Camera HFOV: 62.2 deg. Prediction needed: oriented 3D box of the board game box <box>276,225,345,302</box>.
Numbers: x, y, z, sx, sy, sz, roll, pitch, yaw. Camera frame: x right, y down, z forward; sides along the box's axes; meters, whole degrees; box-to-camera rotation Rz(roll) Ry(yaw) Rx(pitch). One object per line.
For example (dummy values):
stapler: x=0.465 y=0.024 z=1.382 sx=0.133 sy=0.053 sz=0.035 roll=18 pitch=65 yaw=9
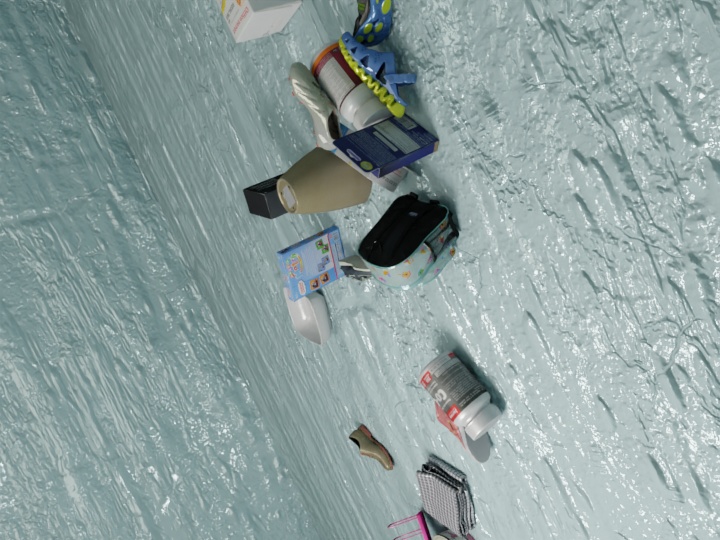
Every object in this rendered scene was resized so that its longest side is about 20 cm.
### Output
board game box: x=-0.135 y=-0.021 z=1.726 sx=0.036 sy=0.199 sz=0.153 roll=21 pitch=131 yaw=50

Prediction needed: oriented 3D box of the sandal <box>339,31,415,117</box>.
sandal: x=0.039 y=-0.412 z=1.216 sx=0.200 sy=0.087 sz=0.080 roll=45 pitch=-165 yaw=-8

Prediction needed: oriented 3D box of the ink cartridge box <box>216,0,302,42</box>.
ink cartridge box: x=-0.264 y=-0.689 z=1.442 sx=0.147 sy=0.144 sz=0.202 roll=-19 pitch=98 yaw=60

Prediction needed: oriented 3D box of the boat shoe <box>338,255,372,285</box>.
boat shoe: x=0.000 y=0.000 z=1.653 sx=0.199 sy=0.074 sz=0.063 roll=6 pitch=117 yaw=58

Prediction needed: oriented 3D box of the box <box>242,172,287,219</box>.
box: x=-0.207 y=-0.221 z=1.678 sx=0.141 sy=0.199 sz=0.080 roll=16 pitch=127 yaw=54

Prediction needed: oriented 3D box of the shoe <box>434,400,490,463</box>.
shoe: x=0.265 y=0.409 z=1.568 sx=0.202 sy=0.071 sz=0.091 roll=64 pitch=153 yaw=9

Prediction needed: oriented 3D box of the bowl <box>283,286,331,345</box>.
bowl: x=-0.174 y=0.142 z=2.054 sx=0.199 sy=0.074 sz=0.202 roll=18 pitch=128 yaw=51

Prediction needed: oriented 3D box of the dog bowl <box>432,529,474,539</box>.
dog bowl: x=0.320 y=0.902 z=1.876 sx=0.200 sy=0.073 sz=0.202 roll=39 pitch=143 yaw=38

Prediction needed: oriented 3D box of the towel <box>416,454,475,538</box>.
towel: x=0.254 y=0.679 z=1.787 sx=0.165 sy=0.085 sz=0.202 roll=19 pitch=129 yaw=51

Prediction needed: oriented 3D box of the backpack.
backpack: x=0.101 y=-0.051 z=1.318 sx=0.175 sy=0.200 sz=0.154 roll=27 pitch=152 yaw=44

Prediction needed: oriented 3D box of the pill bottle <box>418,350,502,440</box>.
pill bottle: x=0.245 y=0.306 z=1.464 sx=0.200 sy=0.113 sz=0.114 roll=49 pitch=148 yaw=24

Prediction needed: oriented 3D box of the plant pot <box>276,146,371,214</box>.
plant pot: x=-0.105 y=-0.223 z=1.511 sx=0.187 sy=0.199 sz=0.189 roll=37 pitch=142 yaw=37

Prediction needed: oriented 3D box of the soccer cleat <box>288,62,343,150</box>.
soccer cleat: x=-0.090 y=-0.364 z=1.307 sx=0.077 sy=0.069 sz=0.202 roll=-9 pitch=110 yaw=48

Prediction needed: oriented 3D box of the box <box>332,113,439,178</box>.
box: x=0.050 y=-0.256 z=1.230 sx=0.121 sy=0.199 sz=0.033 roll=45 pitch=147 yaw=28

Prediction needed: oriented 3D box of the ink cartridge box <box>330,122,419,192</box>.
ink cartridge box: x=0.026 y=-0.247 z=1.353 sx=0.200 sy=0.115 sz=0.068 roll=41 pitch=104 yaw=34

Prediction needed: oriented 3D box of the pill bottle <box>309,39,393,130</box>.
pill bottle: x=-0.018 y=-0.400 z=1.316 sx=0.201 sy=0.109 sz=0.110 roll=54 pitch=150 yaw=15

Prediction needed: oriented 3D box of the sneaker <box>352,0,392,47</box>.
sneaker: x=0.025 y=-0.535 z=1.195 sx=0.200 sy=0.070 sz=0.084 roll=108 pitch=150 yaw=-55

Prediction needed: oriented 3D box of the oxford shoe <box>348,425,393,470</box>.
oxford shoe: x=0.036 y=0.646 z=2.125 sx=0.200 sy=0.074 sz=0.071 roll=39 pitch=143 yaw=36

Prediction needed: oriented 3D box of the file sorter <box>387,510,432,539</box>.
file sorter: x=0.179 y=0.922 z=1.971 sx=0.139 sy=0.124 sz=0.202 roll=62 pitch=-172 yaw=-71
